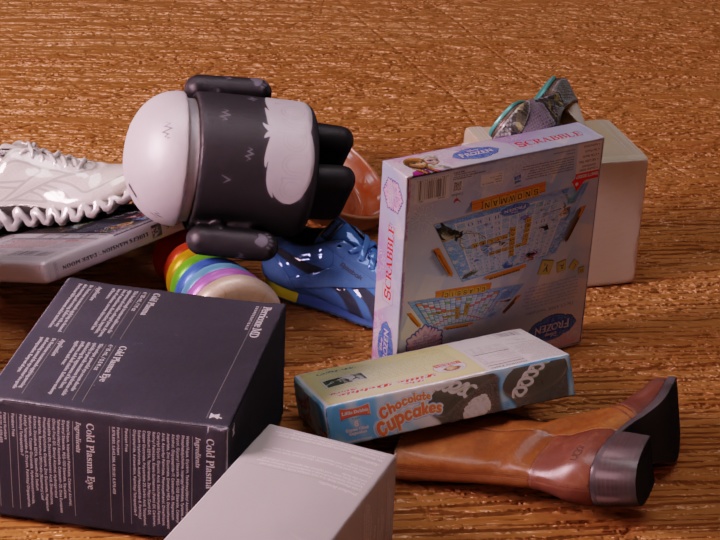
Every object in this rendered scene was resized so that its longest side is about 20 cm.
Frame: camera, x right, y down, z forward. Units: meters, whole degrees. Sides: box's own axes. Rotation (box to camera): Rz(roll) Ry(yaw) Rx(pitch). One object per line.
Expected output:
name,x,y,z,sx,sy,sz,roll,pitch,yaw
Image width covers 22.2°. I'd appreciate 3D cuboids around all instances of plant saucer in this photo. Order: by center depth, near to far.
plant saucer,-0.062,-0.105,1.820,0.200,0.032,0.200,29,24,-15

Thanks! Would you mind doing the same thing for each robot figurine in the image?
robot figurine,-0.108,-0.092,1.610,0.200,0.125,0.150,4,22,-14

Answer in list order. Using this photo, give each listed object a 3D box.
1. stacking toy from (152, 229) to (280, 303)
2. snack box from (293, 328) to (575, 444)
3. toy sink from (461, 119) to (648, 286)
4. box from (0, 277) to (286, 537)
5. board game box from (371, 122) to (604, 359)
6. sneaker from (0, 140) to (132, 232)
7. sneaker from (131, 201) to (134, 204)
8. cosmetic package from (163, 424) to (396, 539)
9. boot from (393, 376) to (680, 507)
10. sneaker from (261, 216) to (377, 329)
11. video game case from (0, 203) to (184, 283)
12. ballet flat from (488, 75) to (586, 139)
stacking toy,-0.137,0.011,1.613,0.085,0.086,0.200,-7,24,-19
snack box,0.056,0.091,1.454,0.200,0.037,0.116,-11,11,-12
toy sink,0.153,-0.061,1.725,0.200,0.131,0.112,-6,28,-15
box,-0.164,0.103,1.391,0.182,0.104,0.200,6,27,9
board game box,0.106,-0.012,1.543,0.200,0.200,0.041,-12,30,-29
sneaker,-0.290,-0.082,1.689,0.200,0.081,0.075,-9,12,6
sneaker,-0.174,-0.096,1.801,0.078,0.082,0.200,7,22,10
cosmetic package,-0.059,0.193,1.245,0.107,0.090,0.200,14,31,21
boot,0.144,0.130,1.447,0.200,0.069,0.188,3,27,24
sneaker,0.000,0.000,1.647,0.200,0.079,0.066,16,27,22
video game case,-0.275,-0.026,1.665,0.200,0.023,0.182,1,19,44
ballet flat,0.167,-0.125,1.644,0.072,0.072,0.200,11,17,15
